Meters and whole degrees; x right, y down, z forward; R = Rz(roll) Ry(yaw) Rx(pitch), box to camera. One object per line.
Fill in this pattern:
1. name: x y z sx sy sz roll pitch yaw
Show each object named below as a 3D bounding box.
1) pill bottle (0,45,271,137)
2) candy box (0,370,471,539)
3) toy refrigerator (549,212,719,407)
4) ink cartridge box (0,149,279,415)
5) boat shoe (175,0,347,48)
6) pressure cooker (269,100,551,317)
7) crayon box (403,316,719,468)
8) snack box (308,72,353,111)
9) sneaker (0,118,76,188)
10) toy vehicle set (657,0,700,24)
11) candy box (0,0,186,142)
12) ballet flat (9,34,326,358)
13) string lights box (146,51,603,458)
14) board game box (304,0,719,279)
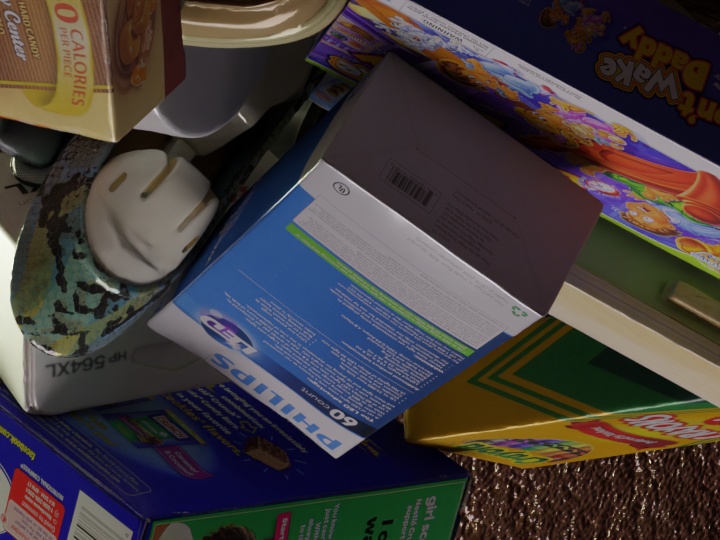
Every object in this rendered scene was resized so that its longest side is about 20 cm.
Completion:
1. pill bottle: -0.140 -0.118 1.124 0.200 0.114 0.114 14 179 29
2. candy box: -0.079 0.093 1.282 0.200 0.077 0.169 -5 -151 -43
3. toy refrigerator: 0.153 0.010 1.157 0.200 0.076 0.070 29 168 -10
4. ink cartridge box: -0.120 -0.025 1.293 0.146 0.084 0.200 -11 -150 -25
5. boat shoe: -0.097 -0.132 1.011 0.200 0.073 0.063 17 176 19
6. pressure cooker: 0.021 -0.040 1.393 0.178 0.176 0.200 17 176 -30
7. crayon box: 0.106 0.054 1.294 0.200 0.051 0.127 -10 167 28
8. snack box: 0.068 -0.045 1.230 0.200 0.024 0.072 29 168 -15
9. sneaker: -0.150 -0.097 1.255 0.200 0.076 0.114 9 -144 29
10. toy vehicle set: 0.127 -0.061 1.161 0.124 0.027 0.200 14 163 48
11. candy box: -0.162 -0.125 0.982 0.200 0.116 0.055 15 -143 23
12. ballet flat: -0.072 -0.051 1.151 0.074 0.200 0.074 27 159 11
13. string lights box: 0.000 0.000 1.111 0.103 0.059 0.200 36 151 -9
14. board game box: 0.087 -0.065 1.050 0.200 0.045 0.134 27 168 -5
